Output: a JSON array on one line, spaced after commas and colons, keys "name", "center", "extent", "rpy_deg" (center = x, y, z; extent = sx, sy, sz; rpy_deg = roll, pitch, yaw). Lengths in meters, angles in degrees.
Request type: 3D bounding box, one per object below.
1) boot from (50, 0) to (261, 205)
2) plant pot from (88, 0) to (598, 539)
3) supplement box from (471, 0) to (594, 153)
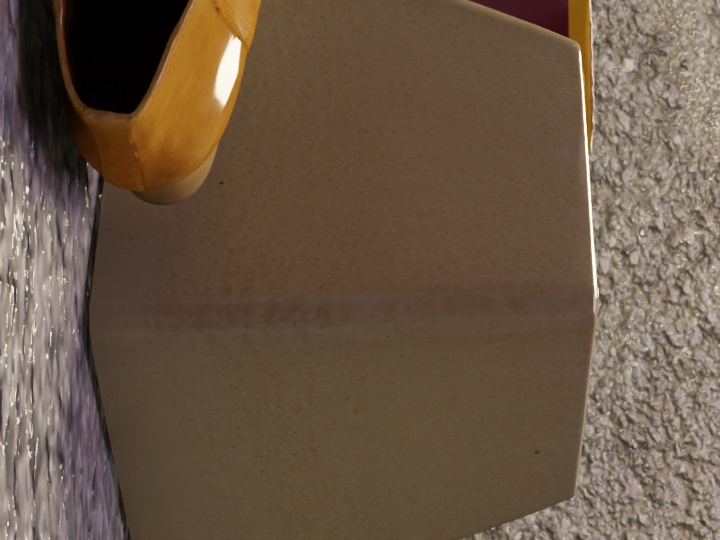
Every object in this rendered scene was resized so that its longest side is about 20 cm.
[{"name": "boot", "center": [-0.055, -0.124, 0.636], "extent": [0.144, 0.070, 0.202], "rpy_deg": [98, -2, -78]}, {"name": "plant pot", "center": [0.000, 0.000, 0.810], "extent": [0.200, 0.176, 0.201], "rpy_deg": [88, 2, -52]}, {"name": "supplement box", "center": [0.019, -0.099, 1.084], "extent": [0.110, 0.199, 0.086], "rpy_deg": [-29, 118, -89]}]
